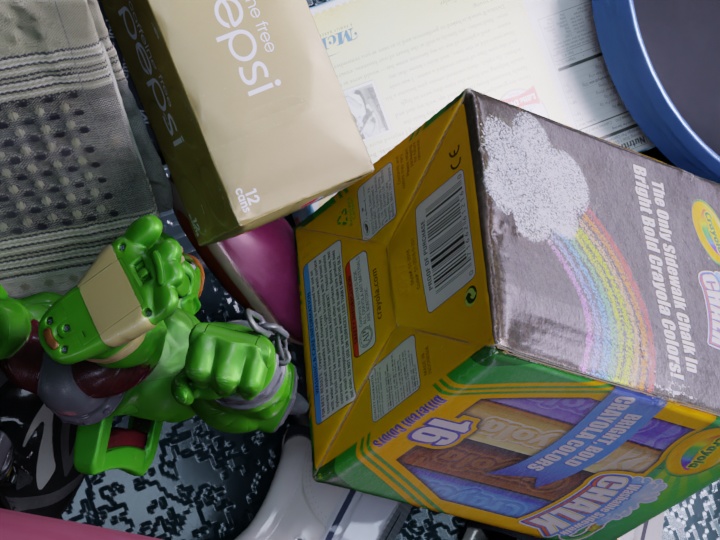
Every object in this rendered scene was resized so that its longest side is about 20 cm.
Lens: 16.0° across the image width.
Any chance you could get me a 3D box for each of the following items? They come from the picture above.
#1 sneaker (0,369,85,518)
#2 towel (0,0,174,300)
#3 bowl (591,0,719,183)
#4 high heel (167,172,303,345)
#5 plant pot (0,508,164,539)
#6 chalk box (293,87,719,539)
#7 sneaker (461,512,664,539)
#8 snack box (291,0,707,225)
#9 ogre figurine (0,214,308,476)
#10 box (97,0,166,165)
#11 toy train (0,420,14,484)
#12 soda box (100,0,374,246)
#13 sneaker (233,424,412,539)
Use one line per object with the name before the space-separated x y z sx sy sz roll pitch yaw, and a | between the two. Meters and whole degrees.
sneaker | -0.173 0.110 1.084 0.071 0.083 0.200 41 73 -7
towel | -0.181 -0.042 1.032 0.198 0.193 0.035 -9 51 3
bowl | 0.193 -0.127 1.210 0.199 0.039 0.202 7 77 -30
high heel | 0.000 0.000 1.127 0.096 0.067 0.200 -45 125 -5
plant pot | -0.098 0.182 0.991 0.178 0.200 0.201 22 78 11
chalk box | 0.088 0.031 1.067 0.199 0.124 0.125 19 51 -33
sneaker | 0.091 0.109 1.161 0.079 0.078 0.202 3 85 -21
snack box | 0.051 -0.086 1.190 0.199 0.037 0.117 -21 92 -17
ogre figurine | -0.106 0.027 1.014 0.199 0.120 0.099 -9 70 21
box | -0.176 -0.123 1.094 0.199 0.107 0.150 4 84 -16
toy train | -0.231 0.050 1.061 0.199 0.046 0.034 18 68 16
soda box | -0.067 -0.116 1.034 0.064 0.068 0.201 -23 91 -19
sneaker | -0.050 0.162 1.130 0.070 0.073 0.201 27 77 14
